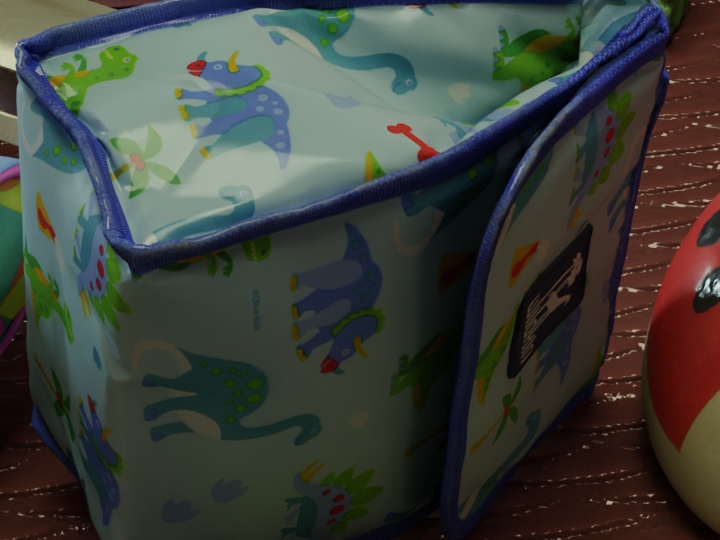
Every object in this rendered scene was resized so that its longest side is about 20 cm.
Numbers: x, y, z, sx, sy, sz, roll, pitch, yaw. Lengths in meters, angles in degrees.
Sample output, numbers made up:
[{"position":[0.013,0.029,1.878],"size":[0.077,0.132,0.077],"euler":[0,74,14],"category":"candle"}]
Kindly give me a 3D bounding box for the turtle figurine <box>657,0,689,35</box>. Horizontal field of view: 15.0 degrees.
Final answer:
[{"position":[0.045,-0.166,1.178],"size":[0.193,0.200,0.145],"euler":[9,69,15],"category":"turtle figurine"}]

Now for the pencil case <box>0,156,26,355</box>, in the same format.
[{"position":[-0.205,-0.031,0.951],"size":[0.199,0.089,0.088],"euler":[20,39,15],"category":"pencil case"}]

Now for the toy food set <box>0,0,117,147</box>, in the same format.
[{"position":[-0.093,-0.060,1.032],"size":[0.143,0.061,0.200],"euler":[19,10,13],"category":"toy food set"}]

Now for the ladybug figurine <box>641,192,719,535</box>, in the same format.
[{"position":[0.160,0.017,0.924],"size":[0.135,0.072,0.200],"euler":[-8,34,7],"category":"ladybug figurine"}]

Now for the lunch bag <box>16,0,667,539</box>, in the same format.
[{"position":[0.000,0.000,0.878],"size":[0.199,0.171,0.128],"euler":[-16,49,-21],"category":"lunch bag"}]
